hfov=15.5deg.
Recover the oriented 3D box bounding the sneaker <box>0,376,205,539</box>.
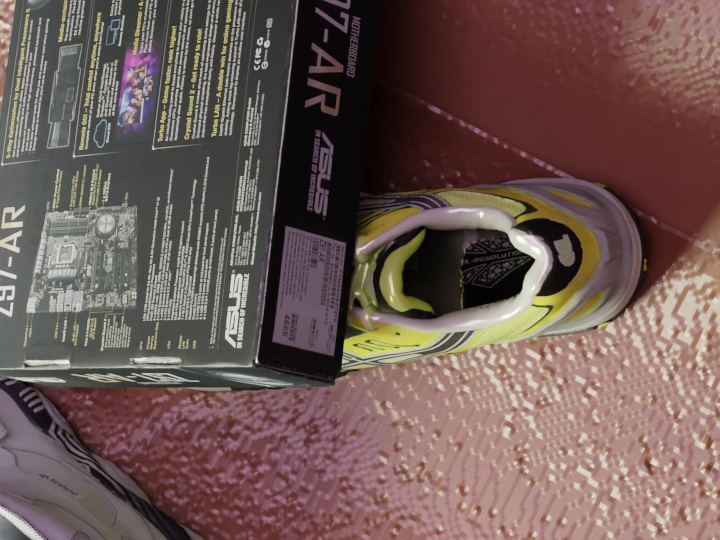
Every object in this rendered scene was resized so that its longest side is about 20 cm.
[{"bbox_3d":[-0.145,0.091,0.999,0.200,0.115,0.075,34,99,21],"label":"sneaker"}]

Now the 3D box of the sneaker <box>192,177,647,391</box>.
[{"bbox_3d":[0.000,0.000,0.966,0.200,0.076,0.075,-13,84,22],"label":"sneaker"}]

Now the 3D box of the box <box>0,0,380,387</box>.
[{"bbox_3d":[-0.068,-0.058,0.971,0.160,0.044,0.200,-4,77,44],"label":"box"}]
